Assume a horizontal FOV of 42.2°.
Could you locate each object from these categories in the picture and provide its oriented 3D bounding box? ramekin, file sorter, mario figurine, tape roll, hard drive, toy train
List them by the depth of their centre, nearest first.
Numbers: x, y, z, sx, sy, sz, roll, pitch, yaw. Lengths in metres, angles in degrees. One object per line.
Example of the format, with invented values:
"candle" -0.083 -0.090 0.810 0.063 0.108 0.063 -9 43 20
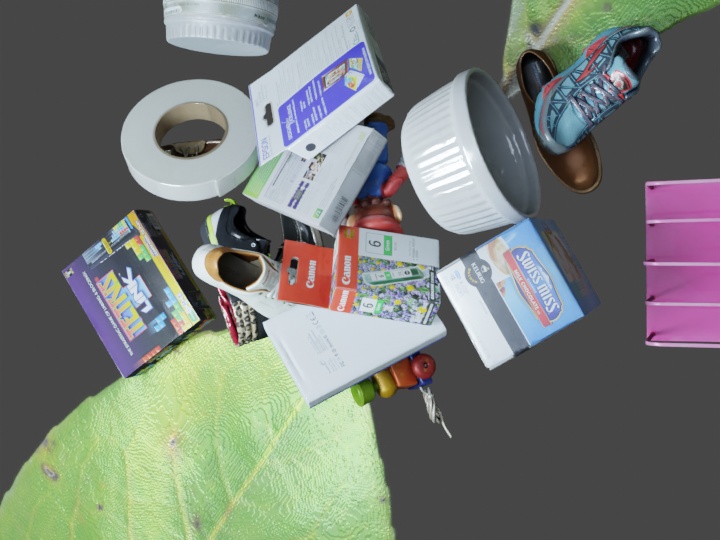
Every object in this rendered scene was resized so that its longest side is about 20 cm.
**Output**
"file sorter" 0.408 -0.010 1.108 0.138 0.125 0.201 0 92 21
"ramekin" 0.136 -0.141 1.171 0.105 0.200 0.201 -21 85 29
"hard drive" -0.008 0.076 1.204 0.199 0.025 0.132 -26 59 -13
"toy train" 0.039 0.152 1.245 0.115 0.085 0.201 -21 83 -25
"mario figurine" 0.020 -0.106 1.289 0.123 0.105 0.201 -22 71 55
"tape roll" -0.238 -0.187 1.326 0.201 0.037 0.204 -1 56 1

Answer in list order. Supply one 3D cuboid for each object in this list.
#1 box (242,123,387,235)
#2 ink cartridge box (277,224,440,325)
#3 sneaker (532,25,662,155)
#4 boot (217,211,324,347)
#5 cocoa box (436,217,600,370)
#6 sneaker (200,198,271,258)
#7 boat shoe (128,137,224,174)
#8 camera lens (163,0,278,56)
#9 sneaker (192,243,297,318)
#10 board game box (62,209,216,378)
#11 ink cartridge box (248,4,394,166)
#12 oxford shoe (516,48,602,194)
"box" -0.065 -0.137 1.251 0.200 0.036 0.145 26 84 49
"ink cartridge box" 0.000 0.000 1.186 0.199 0.109 0.050 9 139 -7
"sneaker" 0.286 -0.225 1.121 0.079 0.095 0.200 41 79 -17
"boot" -0.125 0.002 1.296 0.150 0.073 0.201 -14 94 -23
"cocoa box" 0.200 0.022 1.146 0.131 0.200 0.134 -31 82 18
"sneaker" -0.161 -0.012 1.346 0.083 0.072 0.201 -33 81 17
"boat shoe" -0.251 -0.155 1.374 0.199 0.072 0.076 -8 89 20
"camera lens" -0.190 -0.411 1.294 0.159 0.160 0.201 7 94 20
"sneaker" -0.117 0.023 1.213 0.085 0.199 0.073 4 75 61
"board game box" -0.339 0.036 1.423 0.165 0.057 0.201 -37 80 17
"ink cartridge box" -0.058 -0.242 1.257 0.199 0.043 0.199 -32 42 18
"oxford shoe" 0.246 -0.189 1.191 0.071 0.071 0.201 -27 85 17
